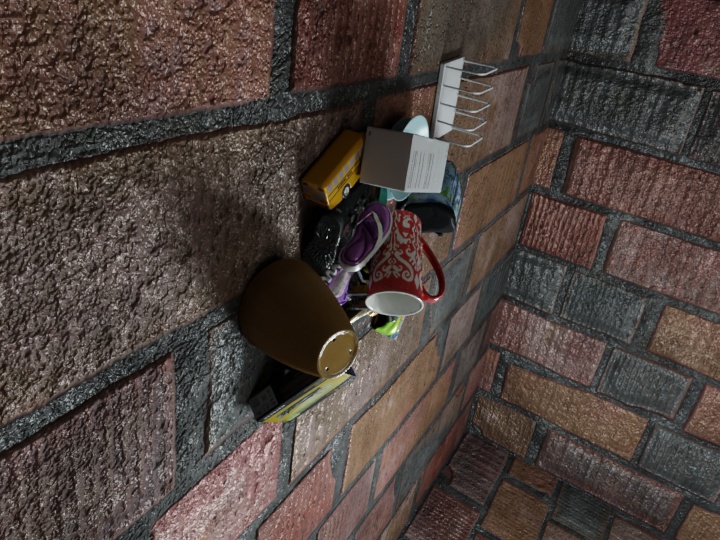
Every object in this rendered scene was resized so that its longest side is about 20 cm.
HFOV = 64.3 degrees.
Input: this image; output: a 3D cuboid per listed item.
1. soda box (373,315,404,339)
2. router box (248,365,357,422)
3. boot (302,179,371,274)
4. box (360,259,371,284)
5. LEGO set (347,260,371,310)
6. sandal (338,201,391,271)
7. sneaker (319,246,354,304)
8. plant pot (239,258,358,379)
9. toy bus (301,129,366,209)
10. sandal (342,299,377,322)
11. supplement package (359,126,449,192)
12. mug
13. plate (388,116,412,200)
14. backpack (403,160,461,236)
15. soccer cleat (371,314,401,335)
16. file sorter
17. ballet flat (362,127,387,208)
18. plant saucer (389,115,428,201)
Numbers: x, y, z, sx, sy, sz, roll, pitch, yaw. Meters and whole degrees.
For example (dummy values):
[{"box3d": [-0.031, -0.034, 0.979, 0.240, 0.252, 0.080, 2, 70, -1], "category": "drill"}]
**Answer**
[{"box3d": [0.105, 0.094, 1.690, 0.206, 0.067, 0.063, -68, 156, -5], "category": "soda box"}, {"box3d": [-0.120, 0.253, 1.233, 0.197, 0.053, 0.157, -35, 157, 9], "category": "router box"}, {"box3d": [-0.045, -0.108, 1.222, 0.166, 0.064, 0.202, -58, -176, 43], "category": "boot"}, {"box3d": [0.076, -0.010, 1.546, 0.142, 0.035, 0.205, 27, 86, -51], "category": "box"}, {"box3d": [0.000, 0.000, 1.380, 0.202, 0.112, 0.158, 57, 38, -47], "category": "LEGO set"}, {"box3d": [0.016, -0.082, 1.214, 0.051, 0.080, 0.206, 91, 19, -51], "category": "sandal"}, {"box3d": [-0.052, 0.026, 1.237, 0.200, 0.080, 0.089, -46, 114, -21], "category": "sneaker"}, {"box3d": [-0.097, 0.105, 1.047, 0.182, 0.198, 0.192, -20, 124, -32], "category": "plant pot"}, {"box3d": [-0.037, -0.211, 1.149, 0.202, 0.064, 0.079, -55, 151, -29], "category": "toy bus"}, {"box3d": [0.021, 0.090, 1.448, 0.197, 0.080, 0.055, -31, 128, -20], "category": "sandal"}, {"box3d": [0.094, -0.228, 1.197, 0.198, 0.111, 0.114, -13, 115, -60], "category": "supplement package"}, {"box3d": [0.095, -0.011, 1.294, 0.175, 0.131, 0.207, 25, 58, -38], "category": "mug"}, {"box3d": [0.084, -0.275, 1.406, 0.200, 0.025, 0.205, -46, 146, -42], "category": "plate"}, {"box3d": [0.207, -0.207, 1.577, 0.201, 0.158, 0.158, -51, 137, -47], "category": "backpack"}, {"box3d": [0.087, 0.072, 1.520, 0.079, 0.067, 0.207, 13, 95, -35], "category": "soccer cleat"}, {"box3d": [0.282, -0.457, 1.565, 0.138, 0.122, 0.206, -36, 141, -49], "category": "file sorter"}, {"box3d": [0.029, -0.214, 1.288, 0.070, 0.066, 0.205, -39, 142, -35], "category": "ballet flat"}, {"box3d": [0.105, -0.272, 1.376, 0.201, 0.038, 0.206, -46, 147, -41], "category": "plant saucer"}]
